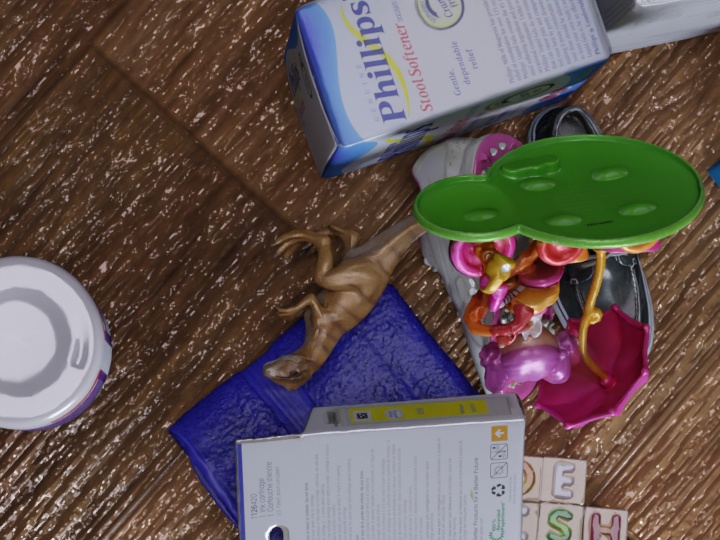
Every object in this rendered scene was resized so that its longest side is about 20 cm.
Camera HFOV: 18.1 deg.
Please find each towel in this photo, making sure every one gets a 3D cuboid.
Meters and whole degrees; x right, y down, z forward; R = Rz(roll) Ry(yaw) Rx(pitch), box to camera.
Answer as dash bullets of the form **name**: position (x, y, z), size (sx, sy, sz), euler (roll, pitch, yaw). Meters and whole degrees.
- **towel**: position (-0.021, 0.110, 1.619), size (0.200, 0.050, 0.148), euler (-39, 86, -6)

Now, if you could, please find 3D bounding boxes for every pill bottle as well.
- **pill bottle**: position (-0.226, 0.053, 1.536), size (0.111, 0.200, 0.112), euler (0, 85, -4)

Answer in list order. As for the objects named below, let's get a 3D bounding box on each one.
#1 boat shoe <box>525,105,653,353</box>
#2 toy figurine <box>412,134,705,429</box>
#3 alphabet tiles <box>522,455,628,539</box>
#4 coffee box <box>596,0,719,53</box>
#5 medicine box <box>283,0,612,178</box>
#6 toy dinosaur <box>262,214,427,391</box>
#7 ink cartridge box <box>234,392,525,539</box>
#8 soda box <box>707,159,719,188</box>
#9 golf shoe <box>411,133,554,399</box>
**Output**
- **boat shoe**: position (0.164, -0.023, 1.637), size (0.072, 0.071, 0.201), euler (-19, 88, -6)
- **toy figurine**: position (0.133, 0.025, 1.548), size (0.199, 0.150, 0.185), euler (-9, 121, -14)
- **alphabet tiles**: position (0.094, 0.216, 1.646), size (0.198, 0.008, 0.169), euler (5, 85, -4)
- **coffee box**: position (0.246, -0.280, 1.599), size (0.198, 0.200, 0.199), euler (-12, 86, -6)
- **medicine box**: position (0.055, -0.151, 1.583), size (0.199, 0.182, 0.104), euler (-19, 87, -6)
- **toy dinosaur**: position (0.000, 0.000, 1.605), size (0.106, 0.060, 0.200), euler (41, 90, 28)
- **ink cartridge box**: position (0.014, 0.185, 1.575), size (0.198, 0.047, 0.199), euler (-2, 117, -4)
- **soda box**: position (0.344, -0.016, 1.655), size (0.068, 0.064, 0.200), euler (-36, 88, -6)
- **golf shoe**: position (0.087, -0.003, 1.637), size (0.075, 0.091, 0.202), euler (-19, 108, -44)
